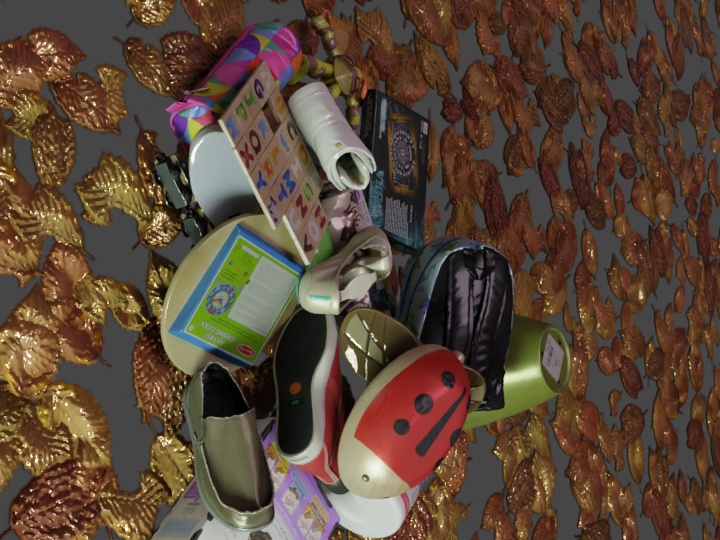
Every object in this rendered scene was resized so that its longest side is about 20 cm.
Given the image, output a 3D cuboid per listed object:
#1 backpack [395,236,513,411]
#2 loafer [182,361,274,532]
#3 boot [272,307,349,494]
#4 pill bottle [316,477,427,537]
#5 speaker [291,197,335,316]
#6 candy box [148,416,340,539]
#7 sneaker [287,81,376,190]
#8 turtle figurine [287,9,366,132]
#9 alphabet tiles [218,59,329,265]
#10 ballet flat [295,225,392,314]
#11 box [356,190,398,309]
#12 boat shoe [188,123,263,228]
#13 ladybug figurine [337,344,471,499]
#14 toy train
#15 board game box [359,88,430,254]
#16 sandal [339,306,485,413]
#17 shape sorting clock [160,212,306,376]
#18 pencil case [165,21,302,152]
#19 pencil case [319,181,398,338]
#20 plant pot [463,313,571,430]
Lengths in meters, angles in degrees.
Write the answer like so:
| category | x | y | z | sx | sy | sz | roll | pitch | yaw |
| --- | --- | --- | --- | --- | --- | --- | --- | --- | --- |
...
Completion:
| category | x | y | z | sx | sy | sz | roll | pitch | yaw |
| --- | --- | --- | --- | --- | --- | --- | --- | --- | --- |
| backpack | 0.115 | 0.058 | 1.475 | 0.162 | 0.154 | 0.202 | 5 | 108 | -22 |
| loafer | -0.141 | 0.179 | 1.233 | 0.075 | 0.070 | 0.201 | -11 | 53 | -24 |
| boot | -0.039 | 0.151 | 1.371 | 0.144 | 0.072 | 0.201 | 47 | 38 | -49 |
| pill bottle | 0.038 | 0.226 | 1.491 | 0.200 | 0.119 | 0.120 | -53 | 124 | -44 |
| speaker | -0.080 | -0.044 | 1.414 | 0.088 | 0.088 | 0.202 | -31 | 108 | -51 |
| candy box | -0.125 | 0.291 | 1.302 | 0.168 | 0.071 | 0.200 | 62 | 41 | -25 |
| sneaker | -0.028 | -0.135 | 1.423 | 0.116 | 0.073 | 0.200 | 60 | 2 | 17 |
| turtle figurine | -0.031 | -0.235 | 1.510 | 0.161 | 0.064 | 0.202 | -33 | 112 | -62 |
| alphabet tiles | -0.088 | -0.113 | 1.306 | 0.201 | 0.007 | 0.168 | 64 | 23 | -24 |
| ballet flat | 0.000 | 0.000 | 1.388 | 0.200 | 0.069 | 0.070 | -39 | 114 | -52 |
| box | 0.004 | -0.015 | 1.556 | 0.041 | 0.038 | 0.201 | -34 | 110 | -52 |
| boat shoe | -0.141 | -0.093 | 1.315 | 0.086 | 0.074 | 0.203 | -108 | 177 | -48 |
| ladybug figurine | 0.059 | 0.172 | 1.319 | 0.136 | 0.072 | 0.201 | 44 | 77 | -36 |
| toy train | -0.178 | -0.046 | 1.324 | 0.201 | 0.034 | 0.046 | 66 | 28 | -22 |
| board game box | 0.045 | -0.136 | 1.642 | 0.135 | 0.028 | 0.202 | 22 | 67 | -49 |
| sandal | 0.058 | 0.108 | 1.389 | 0.199 | 0.054 | 0.081 | 28 | 97 | -19 |
| shape sorting clock | -0.139 | 0.028 | 1.298 | 0.199 | 0.039 | 0.201 | -30 | 134 | -38 |
| pencil case | -0.143 | -0.212 | 1.365 | 0.089 | 0.088 | 0.200 | 60 | 41 | -26 |
| pencil case | -0.016 | -0.017 | 1.496 | 0.089 | 0.078 | 0.201 | -25 | 105 | -31 |
| plant pot | 0.182 | 0.131 | 1.633 | 0.186 | 0.199 | 0.189 | 13 | 74 | -51 |
